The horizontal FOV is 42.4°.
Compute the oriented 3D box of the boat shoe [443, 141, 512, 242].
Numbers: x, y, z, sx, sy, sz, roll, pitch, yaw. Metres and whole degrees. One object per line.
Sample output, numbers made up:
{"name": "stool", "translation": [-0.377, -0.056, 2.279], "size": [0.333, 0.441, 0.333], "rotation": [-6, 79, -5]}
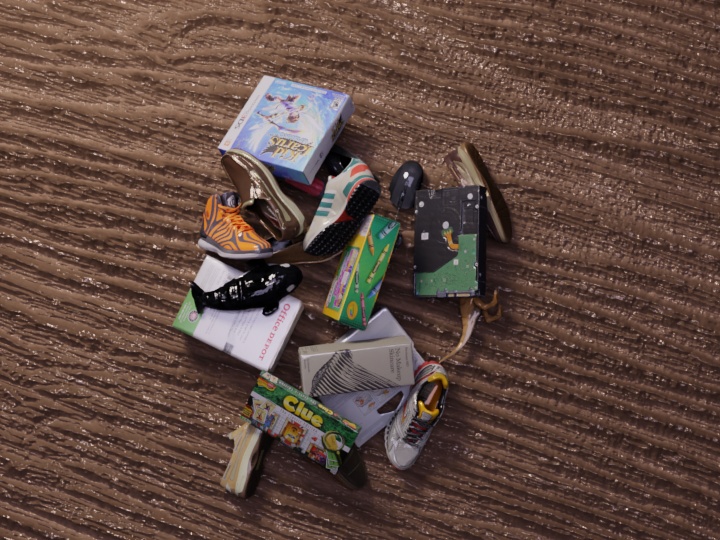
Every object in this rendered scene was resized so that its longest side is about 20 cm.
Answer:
{"name": "boat shoe", "translation": [0.217, -0.137, 1.737], "size": [0.072, 0.072, 0.201], "rotation": [-27, 89, 29]}

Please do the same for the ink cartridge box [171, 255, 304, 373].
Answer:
{"name": "ink cartridge box", "translation": [-0.221, 0.084, 1.707], "size": [0.199, 0.084, 0.147], "rotation": [26, 82, 6]}

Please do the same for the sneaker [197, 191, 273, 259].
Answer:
{"name": "sneaker", "translation": [-0.230, -0.084, 1.683], "size": [0.199, 0.077, 0.113], "rotation": [14, 104, 43]}

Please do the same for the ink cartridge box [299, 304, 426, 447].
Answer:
{"name": "ink cartridge box", "translation": [0.018, 0.192, 1.704], "size": [0.199, 0.044, 0.174], "rotation": [-38, 99, -3]}

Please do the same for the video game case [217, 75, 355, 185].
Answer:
{"name": "video game case", "translation": [-0.137, -0.263, 1.718], "size": [0.199, 0.046, 0.182], "rotation": [18, 68, 28]}

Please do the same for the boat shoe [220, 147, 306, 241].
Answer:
{"name": "boat shoe", "translation": [-0.185, -0.134, 1.659], "size": [0.202, 0.075, 0.075], "rotation": [44, 45, 8]}

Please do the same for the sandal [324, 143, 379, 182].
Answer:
{"name": "sandal", "translation": [-0.050, -0.205, 1.749], "size": [0.200, 0.075, 0.048], "rotation": [35, 78, 16]}

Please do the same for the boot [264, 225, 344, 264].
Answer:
{"name": "boot", "translation": [-0.099, -0.052, 1.727], "size": [0.198, 0.076, 0.074], "rotation": [-18, 77, -4]}

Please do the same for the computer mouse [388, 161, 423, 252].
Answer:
{"name": "computer mouse", "translation": [0.069, -0.114, 1.749], "size": [0.058, 0.034, 0.202], "rotation": [18, 84, 4]}

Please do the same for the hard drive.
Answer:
{"name": "hard drive", "translation": [0.164, -0.050, 1.699], "size": [0.139, 0.038, 0.202], "rotation": [-4, 82, 35]}

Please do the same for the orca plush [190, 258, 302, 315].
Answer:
{"name": "orca plush", "translation": [-0.202, 0.022, 1.638], "size": [0.198, 0.071, 0.106], "rotation": [0, 75, 0]}

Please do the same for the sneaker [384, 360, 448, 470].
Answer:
{"name": "sneaker", "translation": [0.100, 0.261, 1.658], "size": [0.077, 0.082, 0.202], "rotation": [19, 93, -9]}

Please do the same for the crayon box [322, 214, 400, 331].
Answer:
{"name": "crayon box", "translation": [0.000, 0.000, 1.679], "size": [0.058, 0.119, 0.202], "rotation": [19, 88, -16]}

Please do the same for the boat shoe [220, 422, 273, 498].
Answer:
{"name": "boat shoe", "translation": [-0.205, 0.306, 1.687], "size": [0.076, 0.072, 0.202], "rotation": [17, 81, 21]}

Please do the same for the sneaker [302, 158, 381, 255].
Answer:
{"name": "sneaker", "translation": [-0.041, -0.115, 1.668], "size": [0.200, 0.070, 0.094], "rotation": [-50, 43, 30]}

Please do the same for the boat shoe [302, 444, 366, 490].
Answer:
{"name": "boat shoe", "translation": [-0.069, 0.320, 1.681], "size": [0.068, 0.072, 0.200], "rotation": [-35, 96, 38]}

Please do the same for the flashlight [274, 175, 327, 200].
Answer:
{"name": "flashlight", "translation": [-0.093, -0.160, 1.735], "size": [0.199, 0.068, 0.068], "rotation": [28, 48, 7]}

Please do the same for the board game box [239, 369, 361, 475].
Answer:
{"name": "board game box", "translation": [-0.105, 0.264, 1.613], "size": [0.199, 0.023, 0.105], "rotation": [29, 114, 5]}

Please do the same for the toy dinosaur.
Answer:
{"name": "toy dinosaur", "translation": [0.206, 0.075, 1.713], "size": [0.105, 0.060, 0.202], "rotation": [-4, 73, 22]}

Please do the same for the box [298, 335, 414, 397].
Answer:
{"name": "box", "translation": [-0.008, 0.169, 1.642], "size": [0.198, 0.068, 0.083], "rotation": [-7, 97, -7]}
